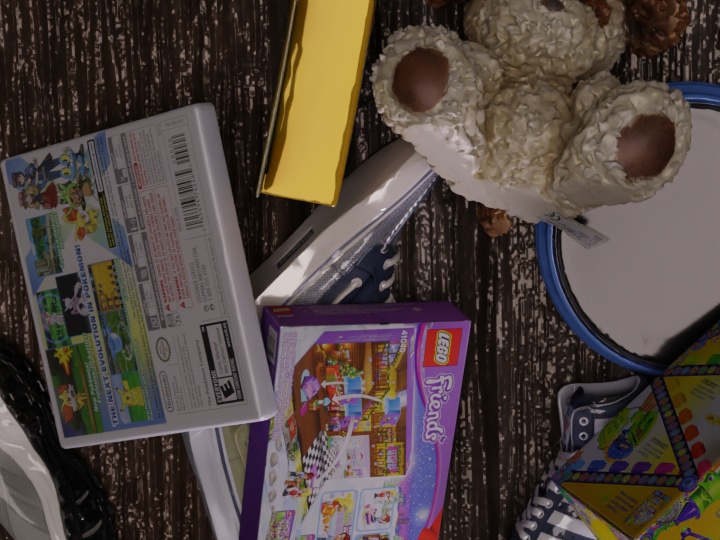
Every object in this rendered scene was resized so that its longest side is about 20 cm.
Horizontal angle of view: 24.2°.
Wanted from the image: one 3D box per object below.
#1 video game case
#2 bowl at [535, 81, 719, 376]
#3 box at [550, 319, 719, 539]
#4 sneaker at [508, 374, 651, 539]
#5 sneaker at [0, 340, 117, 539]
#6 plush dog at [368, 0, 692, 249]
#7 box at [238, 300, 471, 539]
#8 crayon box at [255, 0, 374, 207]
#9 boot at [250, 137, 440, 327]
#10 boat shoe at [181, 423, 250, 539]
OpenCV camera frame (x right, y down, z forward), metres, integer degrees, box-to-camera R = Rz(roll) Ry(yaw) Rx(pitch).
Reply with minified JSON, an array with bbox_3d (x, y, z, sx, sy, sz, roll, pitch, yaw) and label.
[{"bbox_3d":[-0.148,0.008,1.095,0.181,0.022,0.202,-11,92,35],"label":"video game case"},{"bbox_3d":[0.217,-0.024,1.126,0.198,0.039,0.203,0,100,1],"label":"bowl"},{"bbox_3d":[0.266,0.156,1.070,0.192,0.122,0.201,-40,111,-7],"label":"box"},{"bbox_3d":[0.136,0.152,1.141,0.199,0.070,0.109,-34,102,0],"label":"sneaker"},{"bbox_3d":[-0.232,0.150,1.158,0.079,0.074,0.202,-27,92,15],"label":"sneaker"},{"bbox_3d":[0.113,-0.125,1.070,0.198,0.161,0.174,15,70,4],"label":"plush dog"},{"bbox_3d":[-0.007,0.121,1.116,0.135,0.039,0.202,-1,110,-23],"label":"box"},{"bbox_3d":[-0.025,-0.112,1.037,0.050,0.200,0.128,11,100,0],"label":"crayon box"},{"bbox_3d":[0.000,0.000,1.129,0.200,0.073,0.090,-42,108,11],"label":"boot"},{"bbox_3d":[-0.086,0.124,1.153,0.061,0.072,0.202,-17,108,-11],"label":"boat shoe"}]
